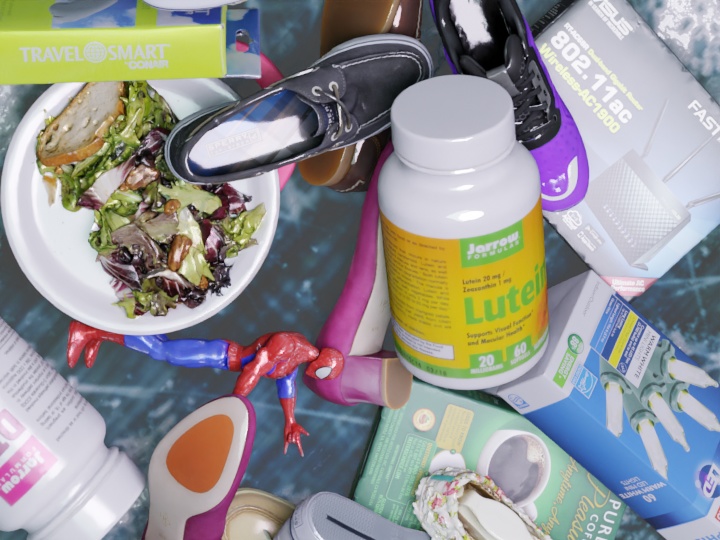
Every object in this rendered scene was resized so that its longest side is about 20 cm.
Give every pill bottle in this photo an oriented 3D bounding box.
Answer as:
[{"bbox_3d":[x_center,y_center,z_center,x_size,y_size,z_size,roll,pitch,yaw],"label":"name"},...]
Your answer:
[{"bbox_3d":[0.070,-0.028,1.637,0.111,0.111,0.200,-8,126,-1],"label":"pill bottle"},{"bbox_3d":[-0.257,0.115,1.732,0.200,0.113,0.113,44,94,-8],"label":"pill bottle"}]

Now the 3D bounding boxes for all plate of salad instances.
[{"bbox_3d":[-0.156,-0.054,1.702,0.199,0.048,0.201,0,92,-4],"label":"plate of salad"}]

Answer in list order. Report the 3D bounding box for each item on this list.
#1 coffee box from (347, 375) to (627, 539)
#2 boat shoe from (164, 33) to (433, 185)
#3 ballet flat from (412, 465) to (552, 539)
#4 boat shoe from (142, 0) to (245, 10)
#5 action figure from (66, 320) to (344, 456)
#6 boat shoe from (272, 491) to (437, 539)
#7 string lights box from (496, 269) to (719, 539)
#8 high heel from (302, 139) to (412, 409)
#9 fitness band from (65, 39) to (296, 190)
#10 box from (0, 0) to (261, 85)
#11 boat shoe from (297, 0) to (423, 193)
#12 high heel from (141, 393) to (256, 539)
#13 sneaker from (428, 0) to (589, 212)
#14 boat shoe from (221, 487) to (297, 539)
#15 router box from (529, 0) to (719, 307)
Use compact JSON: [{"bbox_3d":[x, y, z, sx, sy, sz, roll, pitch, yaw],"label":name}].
[{"bbox_3d":[0.099,0.159,1.789,0.199,0.044,0.123,17,98,-4],"label":"coffee box"},{"bbox_3d":[-0.039,-0.108,1.655,0.199,0.066,0.070,-18,105,-6],"label":"boat shoe"},{"bbox_3d":[0.121,0.217,1.738,0.200,0.064,0.076,40,64,-9],"label":"ballet flat"},{"bbox_3d":[-0.073,-0.213,1.652,0.200,0.062,0.072,-24,63,-32],"label":"boat shoe"},{"bbox_3d":[-0.109,0.086,1.737,0.199,0.065,0.099,0,90,12],"label":"action figure"},{"bbox_3d":[0.027,0.226,1.755,0.200,0.074,0.067,34,138,-14],"label":"boat shoe"},{"bbox_3d":[0.202,0.105,1.737,0.200,0.059,0.103,40,55,-18],"label":"string lights box"},{"bbox_3d":[0.000,0.000,1.749,0.096,0.067,0.201,10,103,42],"label":"high heel"},{"bbox_3d":[-0.141,-0.091,1.749,0.199,0.037,0.144,-22,101,2],"label":"fitness band"},{"bbox_3d":[-0.170,-0.176,1.687,0.199,0.122,0.048,-2,120,-2],"label":"box"},{"bbox_3d":[0.009,-0.154,1.733,0.070,0.070,0.201,6,105,-43],"label":"boat shoe"},{"bbox_3d":[-0.112,0.158,1.732,0.067,0.096,0.200,45,120,17],"label":"high heel"},{"bbox_3d":[0.099,-0.126,1.655,0.069,0.100,0.201,-26,98,5],"label":"sneaker"},{"bbox_3d":[-0.032,0.240,1.786,0.200,0.063,0.073,41,95,-7],"label":"boat shoe"},{"bbox_3d":[0.182,-0.095,1.745,0.150,0.062,0.200,-43,97,3],"label":"router box"}]
